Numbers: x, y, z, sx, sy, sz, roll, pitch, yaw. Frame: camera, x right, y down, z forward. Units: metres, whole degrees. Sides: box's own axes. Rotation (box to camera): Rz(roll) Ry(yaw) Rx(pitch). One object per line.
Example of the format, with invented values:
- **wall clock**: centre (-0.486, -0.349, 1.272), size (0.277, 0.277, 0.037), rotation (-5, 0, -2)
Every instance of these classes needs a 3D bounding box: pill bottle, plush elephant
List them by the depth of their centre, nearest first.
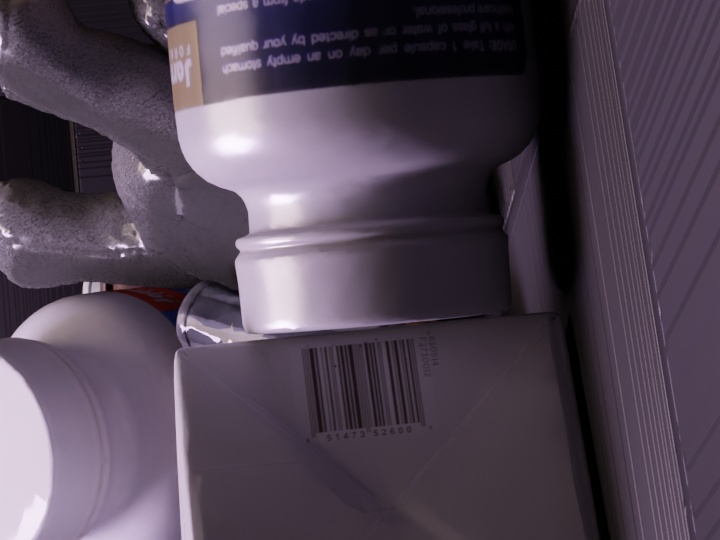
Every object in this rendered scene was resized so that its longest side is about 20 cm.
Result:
- **pill bottle**: centre (-0.004, -0.084, 0.789), size (0.111, 0.111, 0.200), rotation (173, 92, -85)
- **plush elephant**: centre (-0.033, -0.080, 0.972), size (0.165, 0.200, 0.155), rotation (89, -164, -55)
- **pill bottle**: centre (-0.076, 0.061, 1.035), size (0.200, 0.112, 0.112), rotation (-6, -89, -51)

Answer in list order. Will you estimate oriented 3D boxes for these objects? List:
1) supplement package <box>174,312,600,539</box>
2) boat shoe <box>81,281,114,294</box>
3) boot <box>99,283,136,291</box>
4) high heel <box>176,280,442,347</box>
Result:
- **supplement package**: centre (0.005, 0.113, 0.843), size (0.200, 0.121, 0.120), rotation (95, 168, -63)
- **boat shoe**: centre (-0.097, 0.005, 1.304), size (0.075, 0.062, 0.200), rotation (65, -159, -8)
- **boot**: centre (-0.040, -0.030, 1.141), size (0.200, 0.064, 0.187), rotation (-11, 70, 60)
- **high heel**: centre (0.032, 0.076, 0.967), size (0.200, 0.142, 0.071), rotation (47, -114, -47)
